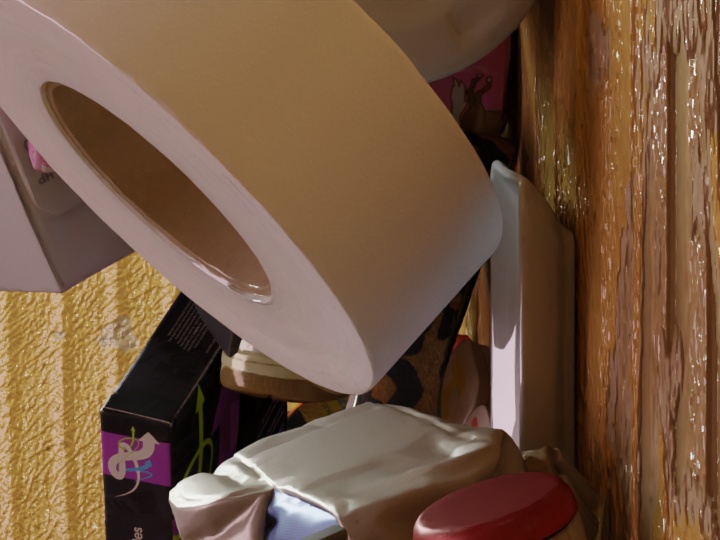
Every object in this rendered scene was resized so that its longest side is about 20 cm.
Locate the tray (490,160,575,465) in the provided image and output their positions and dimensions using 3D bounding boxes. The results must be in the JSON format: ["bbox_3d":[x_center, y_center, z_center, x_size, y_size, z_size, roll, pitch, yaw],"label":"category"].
[{"bbox_3d":[0.059,0.065,0.961,0.107,0.022,0.201,-121,30,-83],"label":"tray"}]

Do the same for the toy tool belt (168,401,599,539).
[{"bbox_3d":[0.025,0.113,0.843,0.200,0.125,0.123,10,119,67],"label":"toy tool belt"}]

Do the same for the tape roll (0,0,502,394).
[{"bbox_3d":[-0.047,-0.050,0.958,0.071,0.202,0.203,-48,-9,-14],"label":"tape roll"}]

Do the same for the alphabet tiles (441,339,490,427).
[{"bbox_3d":[0.009,0.129,1.169,0.200,0.015,0.196,-61,20,26],"label":"alphabet tiles"}]

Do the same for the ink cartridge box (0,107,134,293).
[{"bbox_3d":[-0.149,-0.086,1.264,0.200,0.147,0.145,1,117,56],"label":"ink cartridge box"}]

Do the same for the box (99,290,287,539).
[{"bbox_3d":[-0.067,0.101,1.207,0.143,0.036,0.201,-61,-22,-51],"label":"box"}]

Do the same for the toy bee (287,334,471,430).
[{"bbox_3d":[-0.004,0.046,1.337,0.109,0.131,0.201,-17,45,56],"label":"toy bee"}]

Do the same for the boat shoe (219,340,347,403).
[{"bbox_3d":[0.000,0.000,1.178,0.200,0.074,0.067,-40,-44,-69],"label":"boat shoe"}]

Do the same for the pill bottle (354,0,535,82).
[{"bbox_3d":[0.007,-0.149,1.046,0.200,0.113,0.114,-98,8,-70],"label":"pill bottle"}]

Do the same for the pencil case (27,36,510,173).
[{"bbox_3d":[-0.040,-0.078,1.127,0.087,0.199,0.083,122,147,-73],"label":"pencil case"}]

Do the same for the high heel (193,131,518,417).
[{"bbox_3d":[0.047,0.047,1.064,0.200,0.142,0.071,55,162,7],"label":"high heel"}]
